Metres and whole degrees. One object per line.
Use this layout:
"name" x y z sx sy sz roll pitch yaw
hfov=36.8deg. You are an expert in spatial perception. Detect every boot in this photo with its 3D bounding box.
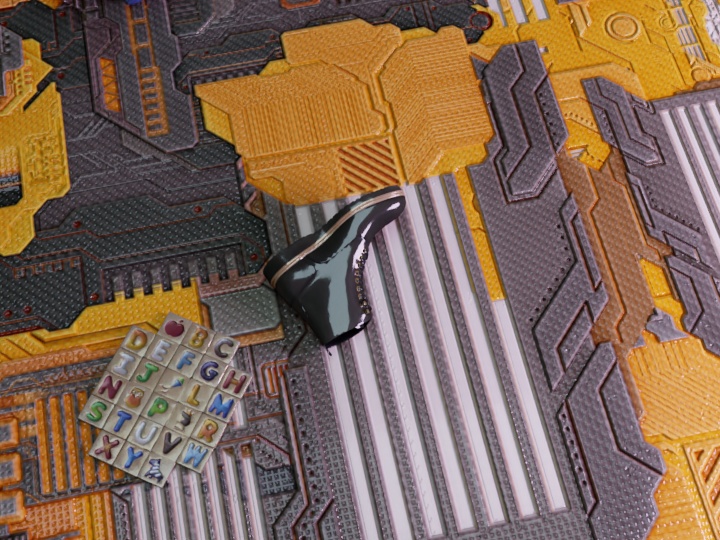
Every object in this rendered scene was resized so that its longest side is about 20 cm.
"boot" 0.000 0.000 1.335 0.200 0.077 0.138 -36 72 -1

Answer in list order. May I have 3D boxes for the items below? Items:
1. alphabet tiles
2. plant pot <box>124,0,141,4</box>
"alphabet tiles" -0.232 0.151 1.294 0.166 0.006 0.200 22 66 12
"plant pot" -0.336 -0.500 1.496 0.180 0.200 0.200 17 57 -33
